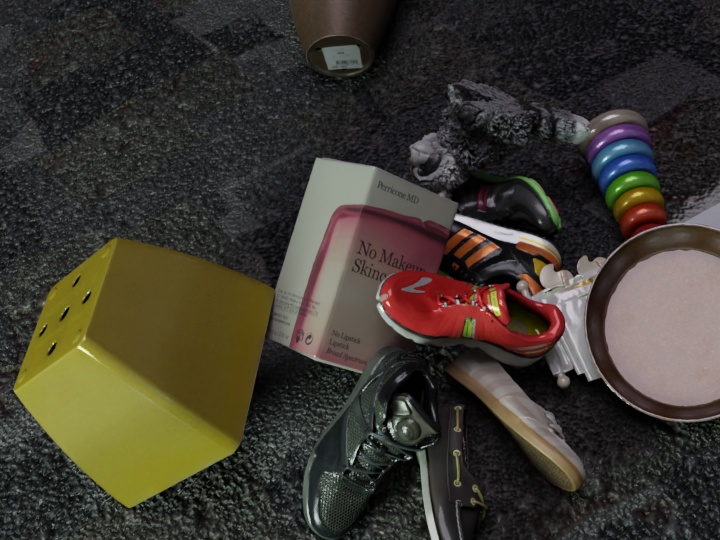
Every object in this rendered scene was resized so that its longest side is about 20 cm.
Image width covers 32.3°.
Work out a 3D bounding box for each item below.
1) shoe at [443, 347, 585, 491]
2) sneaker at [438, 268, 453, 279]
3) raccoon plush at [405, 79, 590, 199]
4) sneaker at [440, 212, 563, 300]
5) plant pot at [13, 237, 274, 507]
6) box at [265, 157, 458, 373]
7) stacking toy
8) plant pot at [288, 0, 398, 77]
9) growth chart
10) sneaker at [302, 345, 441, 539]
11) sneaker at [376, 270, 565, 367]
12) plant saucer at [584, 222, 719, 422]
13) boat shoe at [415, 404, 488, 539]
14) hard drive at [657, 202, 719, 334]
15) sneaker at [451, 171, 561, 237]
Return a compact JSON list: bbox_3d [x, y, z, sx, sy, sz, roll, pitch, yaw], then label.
[{"bbox_3d":[0.161,0.141,1.244,0.053,0.070,0.200,-39,50,-10],"label":"shoe"},{"bbox_3d":[0.032,0.015,1.388,0.078,0.066,0.199,-42,54,-18],"label":"sneaker"},{"bbox_3d":[0.149,-0.124,1.396,0.197,0.136,0.097,16,26,-4],"label":"raccoon plush"},{"bbox_3d":[0.120,-0.005,1.380,0.197,0.071,0.091,12,50,20],"label":"sneaker"},{"bbox_3d":[-0.229,0.088,1.254,0.199,0.176,0.202,-31,36,39],"label":"plant pot"},{"bbox_3d":[0.000,0.000,1.293,0.108,0.127,0.203,15,87,53],"label":"box"},{"bbox_3d":[0.311,-0.085,1.402,0.084,0.086,0.202,-13,52,2],"label":"stacking toy"},{"bbox_3d":[-0.023,-0.370,1.675,0.184,0.187,0.203,-4,64,10],"label":"plant pot"},{"bbox_3d":[0.272,0.047,1.302,0.197,0.018,0.147,-11,64,-2],"label":"growth chart"},{"bbox_3d":[0.012,0.171,1.197,0.201,0.076,0.114,-59,16,-5],"label":"sneaker"},{"bbox_3d":[0.114,0.034,1.235,0.197,0.085,0.078,13,62,-16],"label":"sneaker"},{"bbox_3d":[0.325,0.054,1.249,0.197,0.035,0.204,-4,73,13],"label":"plant saucer"},{"bbox_3d":[0.090,0.212,1.199,0.060,0.072,0.203,-15,46,5],"label":"boat shoe"},{"bbox_3d":[0.421,-0.019,1.315,0.198,0.027,0.133,-27,69,-18],"label":"hard drive"},{"bbox_3d":[0.147,-0.070,1.436,0.198,0.077,0.084,21,62,40],"label":"sneaker"}]
